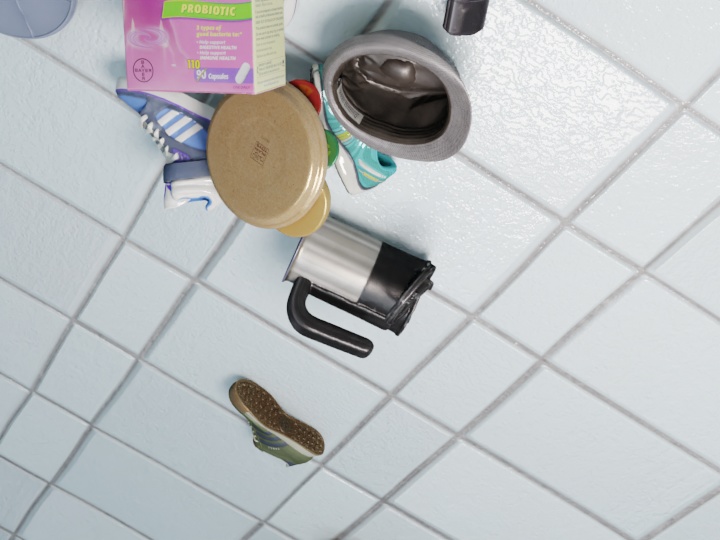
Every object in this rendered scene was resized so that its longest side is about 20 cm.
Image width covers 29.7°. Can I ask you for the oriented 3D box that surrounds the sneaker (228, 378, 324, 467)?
[{"bbox_3d":[-0.160,0.267,2.275,0.200,0.068,0.090,39,129,-22],"label":"sneaker"}]

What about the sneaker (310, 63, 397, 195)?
[{"bbox_3d":[-0.013,-0.193,1.782,0.079,0.078,0.201,-21,128,10],"label":"sneaker"}]

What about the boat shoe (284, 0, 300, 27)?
[{"bbox_3d":[-0.129,-0.305,1.704,0.073,0.067,0.201,25,136,-5],"label":"boat shoe"}]

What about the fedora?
[{"bbox_3d":[0.055,-0.232,1.687,0.198,0.091,0.178,13,135,14],"label":"fedora"}]

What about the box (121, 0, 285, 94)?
[{"bbox_3d":[-0.189,-0.319,1.630,0.174,0.097,0.203,5,105,19],"label":"box"}]

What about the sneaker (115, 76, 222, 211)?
[{"bbox_3d":[-0.259,-0.162,1.831,0.198,0.148,0.081,22,174,-7],"label":"sneaker"}]

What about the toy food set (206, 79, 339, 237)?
[{"bbox_3d":[-0.115,-0.153,1.740,0.198,0.048,0.200,20,108,29],"label":"toy food set"}]

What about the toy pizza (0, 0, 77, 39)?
[{"bbox_3d":[-0.459,-0.392,1.772,0.198,0.032,0.202,10,136,10],"label":"toy pizza"}]

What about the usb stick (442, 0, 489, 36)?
[{"bbox_3d":[0.133,-0.357,1.567,0.055,0.033,0.201,-9,139,-16],"label":"usb stick"}]

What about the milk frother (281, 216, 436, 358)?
[{"bbox_3d":[0.000,0.000,1.869,0.186,0.182,0.201,24,140,-4],"label":"milk frother"}]
